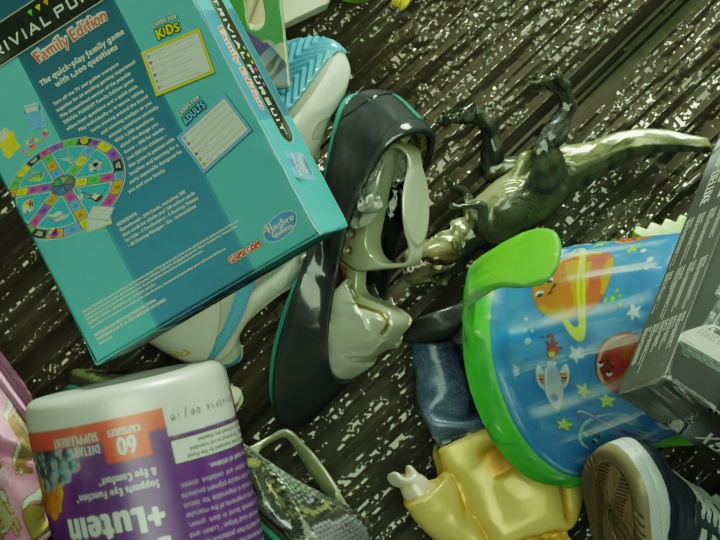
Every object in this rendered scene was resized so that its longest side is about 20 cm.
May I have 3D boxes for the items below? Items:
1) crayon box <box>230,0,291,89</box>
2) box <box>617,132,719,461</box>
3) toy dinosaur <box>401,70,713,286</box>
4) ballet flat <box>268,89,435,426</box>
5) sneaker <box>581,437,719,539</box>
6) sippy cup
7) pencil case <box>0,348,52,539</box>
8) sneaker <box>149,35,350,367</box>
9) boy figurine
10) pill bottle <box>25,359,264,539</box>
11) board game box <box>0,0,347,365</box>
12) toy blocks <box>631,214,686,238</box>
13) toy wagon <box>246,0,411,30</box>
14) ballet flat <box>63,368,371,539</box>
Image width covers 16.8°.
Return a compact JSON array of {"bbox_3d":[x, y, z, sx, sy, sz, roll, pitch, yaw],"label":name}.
[{"bbox_3d":[-0.145,-0.151,1.362,0.198,0.052,0.127,-7,87,19],"label":"crayon box"},{"bbox_3d":[0.238,0.017,1.275,0.157,0.050,0.201,33,63,-15],"label":"box"},{"bbox_3d":[0.099,-0.065,1.416,0.199,0.047,0.089,-27,103,-6],"label":"toy dinosaur"},{"bbox_3d":[0.000,0.000,1.368,0.072,0.073,0.202,14,100,-3],"label":"ballet flat"},{"bbox_3d":[0.187,0.140,1.349,0.108,0.201,0.070,-25,52,-10],"label":"sneaker"},{"bbox_3d":[0.146,0.040,1.335,0.130,0.177,0.141,-17,86,38],"label":"sippy cup"},{"bbox_3d":[-0.225,0.066,1.365,0.086,0.083,0.200,-37,88,-5],"label":"pencil case"},{"bbox_3d":[-0.061,-0.041,1.388,0.081,0.076,0.201,31,90,-34],"label":"sneaker"},{"bbox_3d":[0.077,0.117,1.390,0.123,0.064,0.201,-14,85,-17],"label":"boy figurine"},{"bbox_3d":[-0.104,0.156,1.291,0.111,0.111,0.202,-13,91,-5],"label":"pill bottle"},{"bbox_3d":[-0.119,-0.074,1.304,0.150,0.047,0.201,-29,87,20],"label":"board game box"},{"bbox_3d":[0.268,-0.019,1.396,0.199,0.100,0.137,24,61,10],"label":"toy blocks"},{"bbox_3d":[-0.059,-0.199,1.416,0.199,0.040,0.156,21,85,-3],"label":"toy wagon"},{"bbox_3d":[-0.074,0.106,1.382,0.200,0.072,0.072,38,84,4],"label":"ballet flat"}]
